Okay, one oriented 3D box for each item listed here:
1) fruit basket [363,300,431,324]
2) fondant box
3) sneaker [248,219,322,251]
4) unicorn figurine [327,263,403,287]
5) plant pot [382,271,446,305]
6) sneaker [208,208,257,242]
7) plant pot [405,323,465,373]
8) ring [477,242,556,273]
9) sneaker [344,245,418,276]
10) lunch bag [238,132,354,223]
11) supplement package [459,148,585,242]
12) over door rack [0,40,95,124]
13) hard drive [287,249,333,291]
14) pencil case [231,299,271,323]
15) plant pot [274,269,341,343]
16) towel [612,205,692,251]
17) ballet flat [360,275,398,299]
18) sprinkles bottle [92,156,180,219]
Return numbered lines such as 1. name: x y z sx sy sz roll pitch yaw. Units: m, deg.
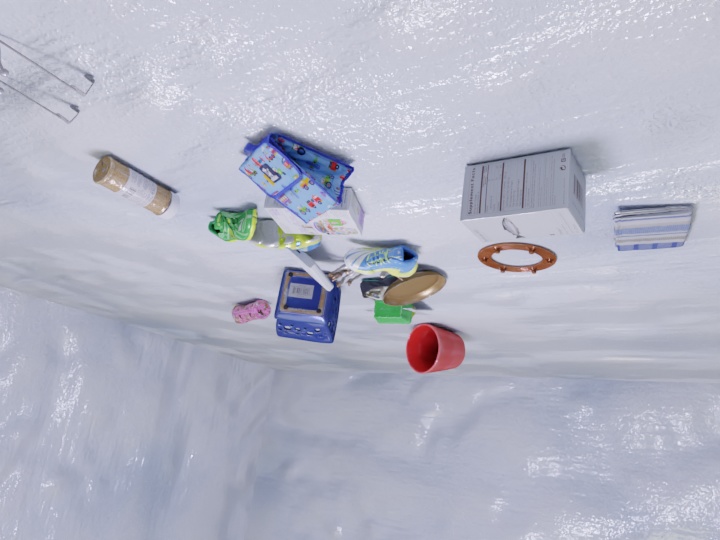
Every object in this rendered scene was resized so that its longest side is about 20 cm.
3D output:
1. fruit basket: 0.135 0.140 2.076 0.184 0.095 0.200 -2 175 29
2. fondant box: -0.102 -0.135 1.357 0.198 0.059 0.144 4 162 15
3. sneaker: -0.194 -0.079 1.538 0.198 0.076 0.105 4 162 10
4. unicorn figurine: 0.000 0.000 1.677 0.137 0.074 0.199 -30 -147 -34
5. plant pot: 0.158 0.051 1.752 0.198 0.028 0.200 -15 156 -7
6. sneaker: -0.326 -0.113 1.494 0.083 0.075 0.199 17 160 -36
7. plant pot: 0.310 0.317 2.359 0.176 0.202 0.200 9 165 -36
8. ring: 0.403 -0.026 1.525 0.199 0.019 0.201 7 161 2
9. sneaker: 0.061 -0.039 1.552 0.198 0.076 0.105 5 152 -14
10. lunch bag: -0.140 -0.198 1.172 0.199 0.095 0.150 30 155 -22
11. supplement package: 0.301 -0.132 1.090 0.199 0.118 0.117 -4 159 34
12. over door rack: -0.575 -0.316 1.003 0.199 0.067 0.147 20 159 -33
13. hard drive: -0.150 -0.018 1.672 0.132 0.026 0.200 41 173 22
14. pencil case: -0.444 0.168 2.386 0.199 0.087 0.083 -14 122 48
15. plant pot: -0.174 0.106 1.908 0.198 0.201 0.180 6 155 5
16. towel: 0.612 -0.087 1.244 0.146 0.024 0.200 -3 161 24
17. ballet flat: 0.078 0.057 1.841 0.199 0.074 0.073 -8 156 41
18. sprinkles bottle: -0.513 -0.188 1.360 0.068 0.069 0.200 -4 158 32
